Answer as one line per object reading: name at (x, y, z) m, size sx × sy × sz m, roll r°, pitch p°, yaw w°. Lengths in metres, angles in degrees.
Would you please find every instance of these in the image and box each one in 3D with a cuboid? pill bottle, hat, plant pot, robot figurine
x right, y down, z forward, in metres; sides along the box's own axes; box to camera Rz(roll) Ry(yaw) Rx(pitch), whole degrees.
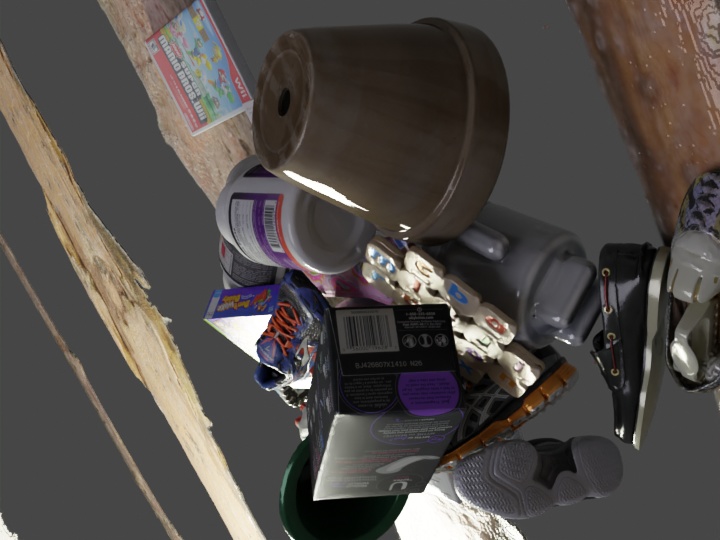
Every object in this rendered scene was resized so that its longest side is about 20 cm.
pill bottle at (-0.078, -0.059, 1.018) m, size 0.198 × 0.111 × 0.113 m, roll 9°, pitch 127°, yaw 56°
hat at (-0.044, 0.217, 1.115) m, size 0.176 × 0.162 × 0.204 m, roll -139°, pitch 50°, yaw -59°
pill bottle at (-0.125, -0.044, 1.231) m, size 0.116 × 0.116 × 0.201 m, roll 44°, pitch 147°, yaw 18°
plant pot at (0.004, -0.130, 0.833) m, size 0.199 × 0.170 × 0.205 m, roll -14°, pitch 74°, yaw 58°
robot figurine at (0.136, 0.001, 0.908) m, size 0.198 × 0.114 × 0.170 m, roll 25°, pitch 166°, yaw 39°

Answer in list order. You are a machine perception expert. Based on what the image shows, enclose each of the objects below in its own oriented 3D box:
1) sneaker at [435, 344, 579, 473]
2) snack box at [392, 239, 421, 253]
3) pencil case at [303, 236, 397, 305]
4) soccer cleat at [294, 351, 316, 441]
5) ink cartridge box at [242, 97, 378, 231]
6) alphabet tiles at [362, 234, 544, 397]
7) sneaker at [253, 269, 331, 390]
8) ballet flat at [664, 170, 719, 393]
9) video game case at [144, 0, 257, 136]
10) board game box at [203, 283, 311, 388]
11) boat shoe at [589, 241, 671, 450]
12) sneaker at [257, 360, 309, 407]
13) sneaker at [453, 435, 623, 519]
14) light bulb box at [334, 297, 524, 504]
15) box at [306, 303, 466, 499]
sneaker at (0.132, 0.143, 1.004) m, size 0.078 × 0.199 × 0.078 m, roll 54°, pitch -177°, yaw 19°
snack box at (0.038, -0.079, 1.010) m, size 0.024 × 0.072 × 0.202 m, roll -36°, pitch 88°, yaw 39°
pencil case at (0.000, 0.000, 1.122) m, size 0.198 × 0.087 × 0.089 m, roll 2°, pitch 122°, yaw 50°
soccer cleat at (-0.026, 0.158, 1.091) m, size 0.077 × 0.069 × 0.202 m, roll 36°, pitch 144°, yaw 19°
ink cartridge box at (-0.043, -0.121, 1.090) m, size 0.116 × 0.067 × 0.203 m, roll -4°, pitch 116°, yaw 56°
alphabet tiles at (0.084, 0.045, 0.907) m, size 0.199 × 0.015 × 0.196 m, roll 39°, pitch 162°, yaw 10°
sneaker at (-0.079, 0.076, 1.079) m, size 0.075 × 0.078 × 0.202 m, roll 43°, pitch 147°, yaw 25°
ballet flat at (0.278, 0.021, 0.772) m, size 0.071 × 0.072 × 0.204 m, roll 24°, pitch 137°, yaw 41°
video game case at (-0.208, -0.261, 1.239) m, size 0.199 × 0.017 × 0.145 m, roll -8°, pitch 111°, yaw 57°
board game box at (-0.095, 0.092, 1.272) m, size 0.132 × 0.045 × 0.200 m, roll -5°, pitch 144°, yaw 39°
boat shoe at (0.241, 0.068, 0.853) m, size 0.062 × 0.074 × 0.205 m, roll 9°, pitch 122°, yaw 27°
sneaker at (-0.141, 0.114, 1.442) m, size 0.089 × 0.078 × 0.203 m, roll 15°, pitch 130°, yaw 52°
sneaker at (0.169, 0.217, 1.000) m, size 0.114 × 0.196 × 0.077 m, roll 149°, pitch 117°, yaw -63°
light bulb box at (0.062, 0.136, 1.127) m, size 0.196 × 0.124 × 0.203 m, roll 9°, pitch 125°, yaw 52°
box at (0.017, 0.129, 0.905) m, size 0.201 × 0.119 × 0.108 m, roll 105°, pitch 162°, yaw -55°
